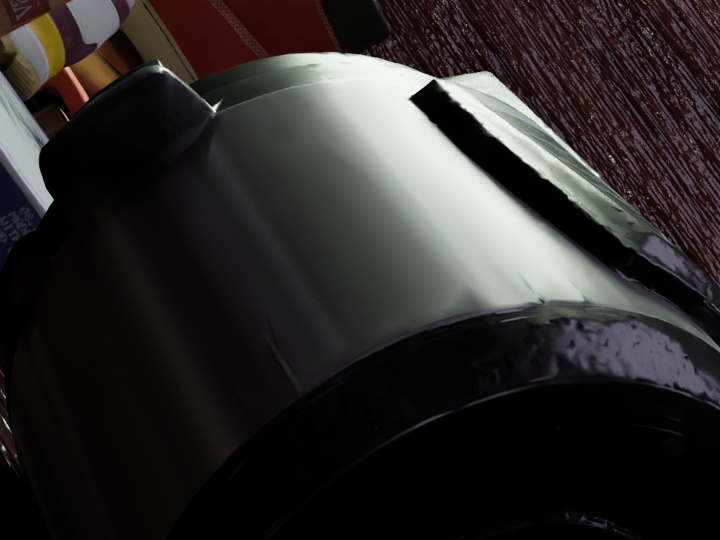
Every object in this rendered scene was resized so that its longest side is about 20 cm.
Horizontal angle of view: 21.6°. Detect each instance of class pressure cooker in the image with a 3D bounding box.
[{"bbox_3d":[-0.004,0.039,0.497,0.200,0.177,0.177,-126,-139,-52],"label":"pressure cooker"}]

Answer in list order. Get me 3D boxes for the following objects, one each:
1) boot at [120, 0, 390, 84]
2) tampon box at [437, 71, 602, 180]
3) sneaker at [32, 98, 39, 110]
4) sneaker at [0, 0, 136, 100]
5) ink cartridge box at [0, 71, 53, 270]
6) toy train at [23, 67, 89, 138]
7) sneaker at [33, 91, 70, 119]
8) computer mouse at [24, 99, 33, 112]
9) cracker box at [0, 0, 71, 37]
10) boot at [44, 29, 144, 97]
[{"bbox_3d":[-0.076,-0.182,1.011,0.201,0.144,0.072,54,6,-2],"label":"boot"},{"bbox_3d":[0.000,0.000,0.924,0.150,0.199,0.127,-124,-153,-58],"label":"tampon box"},{"bbox_3d":[-0.117,-0.098,1.178,0.074,0.198,0.083,-77,168,-65],"label":"sneaker"},{"bbox_3d":[-0.171,-0.168,0.761,0.200,0.090,0.075,53,-29,-11],"label":"sneaker"},{"bbox_3d":[-0.157,-0.071,0.696,0.200,0.040,0.200,56,-1,-20],"label":"ink cartridge box"},{"bbox_3d":[-0.101,-0.123,0.837,0.151,0.199,0.056,54,-1,-7],"label":"toy train"},{"bbox_3d":[-0.141,-0.085,1.082,0.200,0.072,0.083,42,10,-35],"label":"sneaker"},{"bbox_3d":[-0.168,-0.072,0.996,0.201,0.034,0.059,57,-2,-3],"label":"computer mouse"},{"bbox_3d":[-0.155,-0.174,0.544,0.200,0.057,0.134,56,-12,30],"label":"cracker box"},{"bbox_3d":[-0.169,-0.153,0.949,0.200,0.068,0.189,28,25,-56],"label":"boot"}]
